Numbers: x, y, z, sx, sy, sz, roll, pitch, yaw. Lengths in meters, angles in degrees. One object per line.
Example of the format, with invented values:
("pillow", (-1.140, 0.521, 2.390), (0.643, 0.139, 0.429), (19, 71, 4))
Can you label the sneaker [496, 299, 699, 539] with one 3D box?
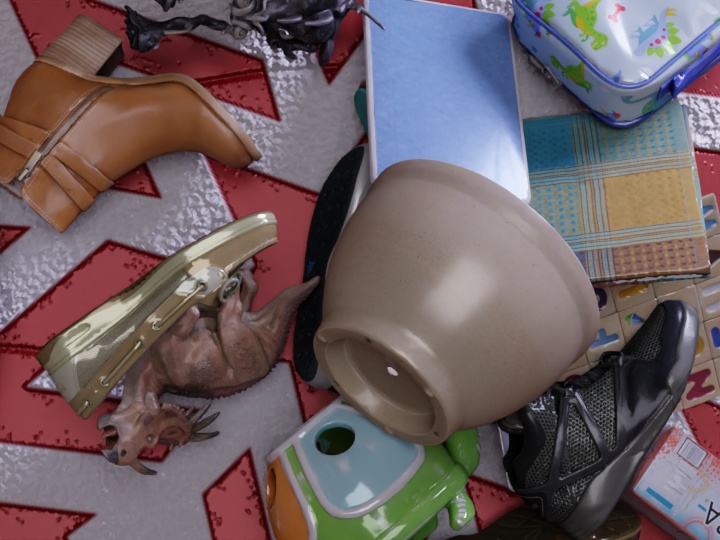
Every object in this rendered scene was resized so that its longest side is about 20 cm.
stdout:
("sneaker", (0.175, 0.093, 1.183), (0.114, 0.076, 0.200), (33, 87, -6))

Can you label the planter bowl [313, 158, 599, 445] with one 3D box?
("planter bowl", (0.050, 0.038, 1.113), (0.200, 0.200, 0.135), (41, 63, 2))

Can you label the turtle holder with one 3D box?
("turtle holder", (0.013, 0.156, 1.173), (0.185, 0.141, 0.132), (-39, 87, 2))

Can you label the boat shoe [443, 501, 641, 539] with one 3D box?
("boat shoe", (0.128, 0.235, 1.219), (0.200, 0.072, 0.068), (-17, 117, -16))

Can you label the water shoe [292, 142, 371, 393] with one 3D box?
("water shoe", (0.000, 0.000, 1.244), (0.079, 0.071, 0.200), (16, 83, -26))

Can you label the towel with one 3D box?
("towel", (0.191, -0.058, 1.211), (0.146, 0.022, 0.200), (-6, 43, 9))

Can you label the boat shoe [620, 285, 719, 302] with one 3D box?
("boat shoe", (0.221, -0.011, 1.245), (0.200, 0.060, 0.076), (0, 85, -14))

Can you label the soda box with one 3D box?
("soda box", (0.295, 0.204, 1.223), (0.200, 0.068, 0.064), (37, 81, -5))

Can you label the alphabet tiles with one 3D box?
("alphabet tiles", (0.236, 0.036, 1.225), (0.200, 0.006, 0.167), (-19, 109, -6))

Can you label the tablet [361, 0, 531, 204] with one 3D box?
("tablet", (0.067, -0.138, 1.240), (0.130, 0.014, 0.200), (7, 56, -13))

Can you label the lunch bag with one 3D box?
("lunch bag", (0.233, -0.220, 1.262), (0.200, 0.082, 0.161), (-40, 68, -12))

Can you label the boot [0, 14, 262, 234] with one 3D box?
("boot", (-0.193, -0.092, 1.230), (0.200, 0.074, 0.155), (31, 79, 12))

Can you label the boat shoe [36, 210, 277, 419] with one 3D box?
("boat shoe", (-0.138, 0.028, 1.133), (0.201, 0.073, 0.063), (-35, 91, -9))

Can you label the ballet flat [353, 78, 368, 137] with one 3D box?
("ballet flat", (0.056, -0.069, 1.252), (0.063, 0.069, 0.200), (-16, 85, -21))

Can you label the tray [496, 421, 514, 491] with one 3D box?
("tray", (0.147, 0.072, 1.252), (0.107, 0.022, 0.200), (-6, 82, -20))

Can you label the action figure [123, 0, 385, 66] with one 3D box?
("action figure", (-0.082, -0.221, 1.218), (0.200, 0.119, 0.102), (-6, 48, -19))

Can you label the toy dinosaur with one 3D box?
("toy dinosaur", (-0.118, 0.072, 1.207), (0.200, 0.086, 0.136), (-19, 84, -12))
